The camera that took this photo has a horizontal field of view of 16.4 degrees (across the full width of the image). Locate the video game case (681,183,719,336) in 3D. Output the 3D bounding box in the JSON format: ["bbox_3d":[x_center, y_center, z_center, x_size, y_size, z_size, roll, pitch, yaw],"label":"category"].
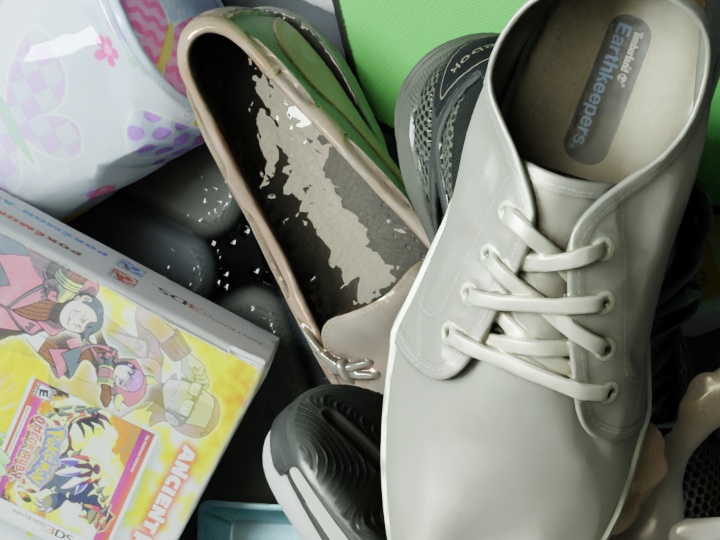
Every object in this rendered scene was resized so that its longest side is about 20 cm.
[{"bbox_3d":[0.158,-0.099,0.776,0.199,0.023,0.183,-24,73,26],"label":"video game case"}]

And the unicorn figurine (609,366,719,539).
[{"bbox_3d":[0.125,0.117,0.732,0.200,0.074,0.138,36,110,-1],"label":"unicorn figurine"}]

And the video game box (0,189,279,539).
[{"bbox_3d":[-0.151,0.069,0.878,0.182,0.047,0.201,29,106,1],"label":"video game box"}]

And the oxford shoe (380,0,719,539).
[{"bbox_3d":[0.048,0.005,0.656,0.075,0.058,0.201,17,99,7],"label":"oxford shoe"}]

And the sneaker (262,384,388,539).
[{"bbox_3d":[0.011,0.132,0.769,0.115,0.076,0.201,-29,111,30],"label":"sneaker"}]

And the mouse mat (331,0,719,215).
[{"bbox_3d":[0.061,-0.093,0.761,0.199,0.008,0.161,17,134,38],"label":"mouse mat"}]

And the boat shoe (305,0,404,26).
[{"bbox_3d":[0.013,-0.184,0.849,0.068,0.072,0.201,14,102,28],"label":"boat shoe"}]

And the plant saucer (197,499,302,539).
[{"bbox_3d":[-0.027,0.181,0.863,0.070,0.019,0.201,-1,84,31],"label":"plant saucer"}]

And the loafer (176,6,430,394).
[{"bbox_3d":[0.000,0.000,0.816,0.072,0.063,0.200,-36,81,14],"label":"loafer"}]

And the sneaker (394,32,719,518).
[{"bbox_3d":[0.070,0.027,0.741,0.076,0.114,0.200,-19,98,-5],"label":"sneaker"}]

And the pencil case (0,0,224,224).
[{"bbox_3d":[-0.138,-0.050,0.912,0.199,0.083,0.091,-28,87,25],"label":"pencil case"}]
